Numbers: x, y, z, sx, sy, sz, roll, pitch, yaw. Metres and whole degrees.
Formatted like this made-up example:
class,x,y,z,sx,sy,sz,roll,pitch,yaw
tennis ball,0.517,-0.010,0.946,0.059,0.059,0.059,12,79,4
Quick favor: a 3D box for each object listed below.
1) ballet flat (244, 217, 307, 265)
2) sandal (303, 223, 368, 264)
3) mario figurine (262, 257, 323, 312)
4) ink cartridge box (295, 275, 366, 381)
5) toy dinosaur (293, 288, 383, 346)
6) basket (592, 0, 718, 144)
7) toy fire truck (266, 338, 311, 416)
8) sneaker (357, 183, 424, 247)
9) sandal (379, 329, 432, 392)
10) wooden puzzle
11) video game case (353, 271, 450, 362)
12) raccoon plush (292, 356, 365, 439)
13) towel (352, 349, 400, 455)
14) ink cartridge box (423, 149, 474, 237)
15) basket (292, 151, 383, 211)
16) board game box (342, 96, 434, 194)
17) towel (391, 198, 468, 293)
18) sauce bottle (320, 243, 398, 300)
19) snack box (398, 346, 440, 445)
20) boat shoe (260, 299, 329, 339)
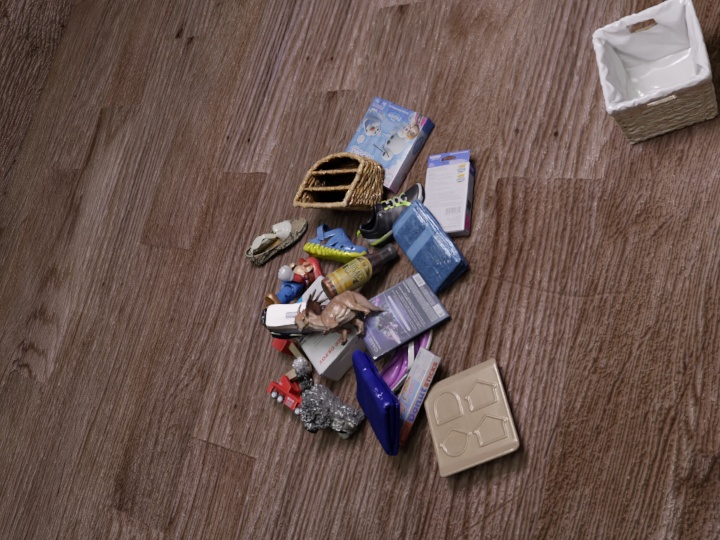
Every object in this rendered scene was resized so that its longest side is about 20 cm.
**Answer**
class,x,y,z,sx,sy,sz,roll,pitch,yaw
ballet flat,-0.234,-0.084,1.962,0.198,0.075,0.069,-34,55,20
sandal,-0.059,-0.069,1.834,0.196,0.079,0.089,14,76,36
mario figurine,-0.179,0.029,1.825,0.122,0.107,0.200,-16,22,47
ink cartridge box,-0.077,0.140,1.755,0.147,0.085,0.201,-47,54,10
toy dinosaur,-0.050,0.087,1.623,0.196,0.087,0.137,-23,52,-13
basket,0.589,-0.395,1.447,0.194,0.160,0.206,-16,64,29
toy fire truck,-0.162,0.263,1.790,0.197,0.048,0.144,24,86,39
sneaker,0.071,-0.138,1.745,0.200,0.082,0.072,-47,30,16
sandal,0.098,0.190,1.634,0.082,0.050,0.206,27,88,37
wooden puzzle,0.228,0.307,1.502,0.182,0.046,0.204,-27,53,24
video game case,0.085,0.102,1.647,0.197,0.019,0.144,-29,55,-6
raccoon plush,-0.073,0.292,1.645,0.131,0.204,0.097,-12,23,28
towel,0.038,0.282,1.571,0.048,0.151,0.201,-15,33,-13
ink cartridge box,0.207,-0.178,1.710,0.117,0.042,0.206,-4,72,35
basket,-0.056,-0.224,1.811,0.197,0.147,0.147,6,94,44
board game box,0.064,-0.325,1.866,0.198,0.043,0.202,30,92,39
towel,0.152,-0.054,1.662,0.112,0.048,0.202,-47,64,26
sauce bottle,0.000,0.000,1.724,0.198,0.067,0.066,-34,51,-16
snack box,0.112,0.271,1.580,0.204,0.024,0.072,-67,22,1
boat shoe,-0.131,0.121,1.710,0.194,0.093,0.077,2,65,5
